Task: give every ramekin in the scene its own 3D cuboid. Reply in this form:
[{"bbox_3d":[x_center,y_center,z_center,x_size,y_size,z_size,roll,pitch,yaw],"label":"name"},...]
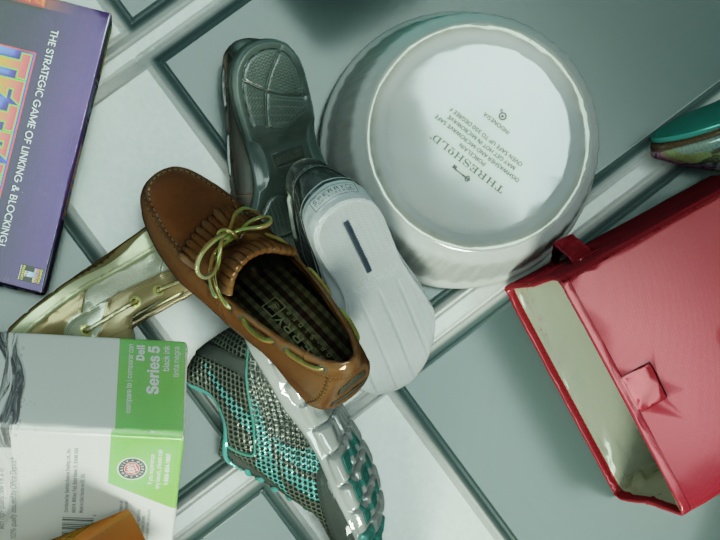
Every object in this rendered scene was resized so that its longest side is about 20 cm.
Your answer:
[{"bbox_3d":[0.075,-0.088,1.339,0.202,0.094,0.203,0,87,-8],"label":"ramekin"}]

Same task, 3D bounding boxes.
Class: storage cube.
[{"bbox_3d":[0.230,0.041,1.313,0.180,0.171,0.200,-28,91,-8],"label":"storage cube"}]

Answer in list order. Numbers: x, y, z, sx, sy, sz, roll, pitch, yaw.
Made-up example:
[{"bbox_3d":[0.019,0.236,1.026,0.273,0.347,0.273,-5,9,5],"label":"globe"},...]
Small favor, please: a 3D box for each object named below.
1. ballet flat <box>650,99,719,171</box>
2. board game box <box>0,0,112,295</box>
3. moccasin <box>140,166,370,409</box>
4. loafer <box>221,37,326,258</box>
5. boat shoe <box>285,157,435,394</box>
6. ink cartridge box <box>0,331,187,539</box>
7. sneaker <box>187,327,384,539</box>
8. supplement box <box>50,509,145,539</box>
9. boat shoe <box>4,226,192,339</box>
[{"bbox_3d":[0.306,-0.111,1.389,0.200,0.069,0.071,-30,111,-8],"label":"ballet flat"},{"bbox_3d":[-0.272,-0.098,1.315,0.165,0.057,0.200,13,86,-5],"label":"board game box"},{"bbox_3d":[-0.072,0.003,1.253,0.074,0.078,0.201,-31,66,-19],"label":"moccasin"},{"bbox_3d":[-0.060,-0.065,1.339,0.072,0.063,0.200,-13,107,-22],"label":"loafer"},{"bbox_3d":[0.000,0.000,1.307,0.072,0.071,0.200,-24,135,-8],"label":"boat shoe"},{"bbox_3d":[-0.218,0.115,1.258,0.200,0.146,0.084,4,47,-7],"label":"ink cartridge box"},{"bbox_3d":[-0.052,0.122,1.333,0.091,0.078,0.200,-24,96,18],"label":"sneaker"},{"bbox_3d":[-0.227,0.223,1.251,0.200,0.067,0.069,-26,94,25],"label":"supplement box"},{"bbox_3d":[-0.173,0.033,1.311,0.200,0.074,0.066,-38,87,-7],"label":"boat shoe"}]
